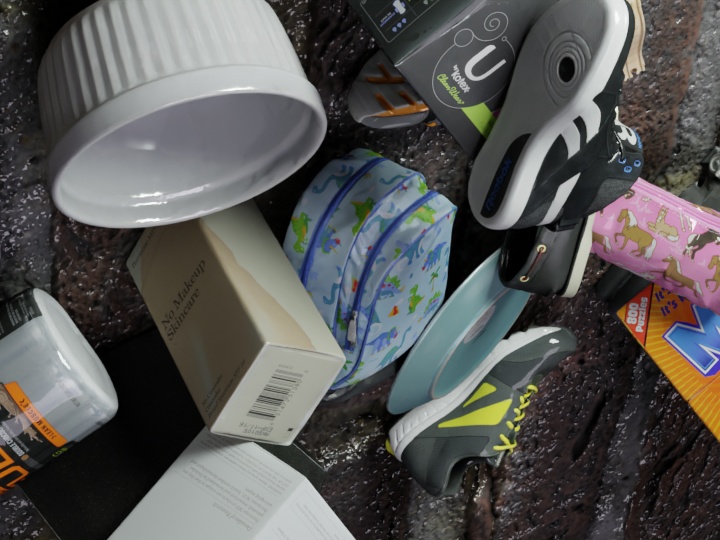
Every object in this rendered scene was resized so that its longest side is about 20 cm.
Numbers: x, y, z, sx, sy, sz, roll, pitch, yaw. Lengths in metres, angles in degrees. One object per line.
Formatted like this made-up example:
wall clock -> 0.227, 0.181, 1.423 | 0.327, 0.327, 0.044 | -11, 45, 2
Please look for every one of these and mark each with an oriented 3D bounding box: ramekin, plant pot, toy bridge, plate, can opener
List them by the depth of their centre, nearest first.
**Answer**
ramekin -> -0.133, -0.121, 1.536 | 0.200, 0.105, 0.200 | -16, 159, -6
toy bridge -> 0.194, -0.222, 1.703 | 0.027, 0.067, 0.200 | -28, 137, -5
plant pot -> -0.151, 0.164, 1.772 | 0.177, 0.199, 0.200 | -47, 136, -1
plate -> 0.096, 0.050, 1.847 | 0.200, 0.026, 0.200 | -45, 165, -16
can opener -> 0.295, -0.033, 1.941 | 0.067, 0.053, 0.200 | 21, 117, -40

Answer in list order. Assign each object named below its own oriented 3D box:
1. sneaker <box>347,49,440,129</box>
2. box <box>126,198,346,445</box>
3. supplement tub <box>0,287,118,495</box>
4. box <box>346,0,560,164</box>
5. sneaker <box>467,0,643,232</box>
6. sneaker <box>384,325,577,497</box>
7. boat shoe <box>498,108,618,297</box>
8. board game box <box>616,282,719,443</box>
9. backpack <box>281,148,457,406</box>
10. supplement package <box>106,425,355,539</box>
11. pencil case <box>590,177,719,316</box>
sneaker -> 0.085, -0.145, 1.705 | 0.200, 0.078, 0.077 | -18, 140, -16
box -> -0.098, 0.030, 1.663 | 0.078, 0.200, 0.095 | 13, 120, -37
supplement tub -> -0.297, 0.114, 1.680 | 0.200, 0.123, 0.123 | -34, 137, 2
box -> 0.065, -0.197, 1.553 | 0.124, 0.200, 0.149 | -39, 137, 7
sneaker -> 0.158, -0.111, 1.493 | 0.112, 0.073, 0.200 | -2, 137, -33
sneaker -> 0.121, 0.127, 1.950 | 0.200, 0.085, 0.074 | -38, 158, 13
boat shoe -> 0.157, -0.074, 1.729 | 0.063, 0.074, 0.202 | 6, 112, -16
board game box -> 0.378, 0.062, 1.919 | 0.200, 0.200, 0.200 | -40, 162, 8
backpack -> 0.000, 0.000, 1.743 | 0.163, 0.154, 0.200 | -30, 127, -42
supplement package -> -0.115, 0.235, 1.627 | 0.200, 0.117, 0.117 | -49, 137, -15
pencil case -> 0.237, -0.036, 1.809 | 0.083, 0.200, 0.087 | -63, 176, 1
